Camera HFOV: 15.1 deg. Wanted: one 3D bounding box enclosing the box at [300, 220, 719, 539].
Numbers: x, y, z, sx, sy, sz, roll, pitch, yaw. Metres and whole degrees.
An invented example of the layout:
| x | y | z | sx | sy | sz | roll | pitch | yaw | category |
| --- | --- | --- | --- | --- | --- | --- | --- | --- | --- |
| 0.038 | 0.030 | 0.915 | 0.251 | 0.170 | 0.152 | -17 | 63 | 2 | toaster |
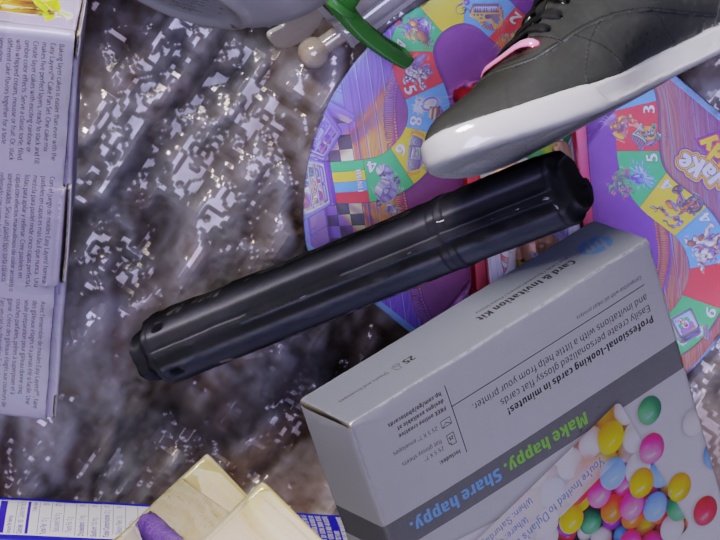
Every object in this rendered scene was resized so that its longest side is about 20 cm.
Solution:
| x | y | z | sx | sy | sz | roll | pitch | yaw | category |
| --- | --- | --- | --- | --- | --- | --- | --- | --- | --- |
| 0.074 | 0.104 | 1.112 | 0.156 | 0.041 | 0.200 | -30 | 118 | -24 | box |

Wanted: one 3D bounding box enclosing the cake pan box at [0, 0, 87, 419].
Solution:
| x | y | z | sx | sy | sz | roll | pitch | yaw | category |
| --- | --- | --- | --- | --- | --- | --- | --- | --- | --- |
| -0.204 | -0.032 | 1.074 | 0.184 | 0.052 | 0.200 | 6 | 125 | -1 | cake pan box |

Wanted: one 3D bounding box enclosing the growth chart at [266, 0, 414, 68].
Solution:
| x | y | z | sx | sy | sz | roll | pitch | yaw | category |
| --- | --- | --- | --- | --- | --- | --- | --- | --- | --- |
| 0.011 | -0.160 | 1.063 | 0.145 | 0.200 | 0.018 | -32 | 62 | -6 | growth chart |

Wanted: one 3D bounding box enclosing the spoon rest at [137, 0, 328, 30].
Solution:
| x | y | z | sx | sy | sz | roll | pitch | yaw | category |
| --- | --- | --- | --- | --- | --- | --- | --- | --- | --- |
| -0.100 | -0.138 | 1.001 | 0.200 | 0.099 | 0.061 | 16 | 79 | 10 | spoon rest |

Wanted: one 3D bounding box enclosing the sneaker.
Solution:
| x | y | z | sx | sy | sz | roll | pitch | yaw | category |
| --- | --- | --- | --- | --- | --- | --- | --- | --- | --- |
| 0.080 | -0.108 | 1.090 | 0.200 | 0.071 | 0.099 | -29 | 92 | -37 | sneaker |

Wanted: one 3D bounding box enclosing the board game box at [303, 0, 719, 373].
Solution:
| x | y | z | sx | sy | sz | roll | pitch | yaw | category |
| --- | --- | --- | --- | --- | --- | --- | --- | --- | --- |
| 0.078 | -0.027 | 1.144 | 0.200 | 0.039 | 0.158 | 39 | 94 | -10 | board game box |

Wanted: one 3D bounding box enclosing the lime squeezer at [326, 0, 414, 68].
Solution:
| x | y | z | sx | sy | sz | roll | pitch | yaw | category |
| --- | --- | --- | --- | --- | --- | --- | --- | --- | --- |
| -0.004 | -0.132 | 1.044 | 0.038 | 0.200 | 0.071 | 32 | 59 | 18 | lime squeezer |

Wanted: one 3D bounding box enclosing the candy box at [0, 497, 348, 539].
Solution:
| x | y | z | sx | sy | sz | roll | pitch | yaw | category |
| --- | --- | --- | --- | --- | --- | --- | --- | --- | --- |
| -0.082 | 0.188 | 1.144 | 0.200 | 0.077 | 0.169 | 3 | 97 | -5 | candy box |

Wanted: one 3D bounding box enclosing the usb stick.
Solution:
| x | y | z | sx | sy | sz | roll | pitch | yaw | category |
| --- | --- | --- | --- | --- | --- | --- | --- | --- | --- |
| 0.000 | 0.000 | 1.111 | 0.200 | 0.055 | 0.033 | -22 | 95 | 15 | usb stick |

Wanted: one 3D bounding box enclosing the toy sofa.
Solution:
| x | y | z | sx | sy | sz | roll | pitch | yaw | category |
| --- | --- | --- | --- | --- | --- | --- | --- | --- | --- |
| -0.054 | 0.133 | 1.005 | 0.098 | 0.200 | 0.083 | -44 | 96 | -7 | toy sofa |
